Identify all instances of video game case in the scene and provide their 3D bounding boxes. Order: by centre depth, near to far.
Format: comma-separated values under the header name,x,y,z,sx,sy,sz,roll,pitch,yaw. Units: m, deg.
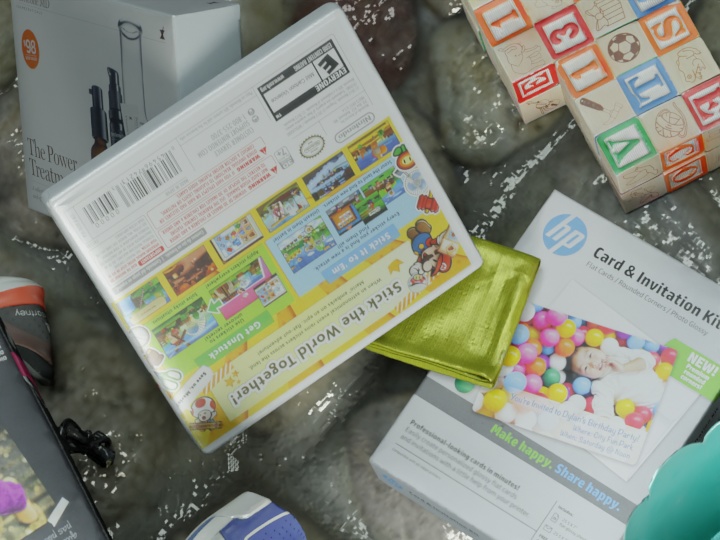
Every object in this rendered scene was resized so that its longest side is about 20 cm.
name,x,y,z,sx,sy,sz,roll,pitch,yaw
video game case,-0.053,-0.023,1.609,0.199,0.183,0.023,-34,23,-9

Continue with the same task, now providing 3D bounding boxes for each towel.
name,x,y,z,sx,sy,sz,roll,pitch,yaw
towel,0.000,0.000,1.676,0.199,0.018,0.087,18,78,13

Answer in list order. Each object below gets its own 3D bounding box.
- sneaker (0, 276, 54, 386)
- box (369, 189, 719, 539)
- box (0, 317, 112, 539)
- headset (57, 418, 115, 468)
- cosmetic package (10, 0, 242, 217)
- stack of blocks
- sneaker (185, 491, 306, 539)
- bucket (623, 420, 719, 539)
name,x,y,z,sx,sy,sz,roll,pitch,yaw
sneaker,-0.279,0.072,1.729,0.199,0.077,0.082,-22,72,3
box,0.124,0.075,1.662,0.155,0.041,0.200,31,77,21
box,-0.207,0.131,1.585,0.106,0.122,0.201,-26,68,-8
headset,-0.233,0.165,1.695,0.200,0.094,0.124,-46,65,8
cosmetic package,-0.138,-0.095,1.682,0.051,0.152,0.200,-11,18,-33
stack of blocks,0.141,-0.139,1.733,0.115,0.059,0.201,-27,66,0
sneaker,-0.074,0.227,1.523,0.115,0.081,0.200,22,62,34
bucket,0.247,0.184,1.540,0.206,0.135,0.209,-4,69,10
